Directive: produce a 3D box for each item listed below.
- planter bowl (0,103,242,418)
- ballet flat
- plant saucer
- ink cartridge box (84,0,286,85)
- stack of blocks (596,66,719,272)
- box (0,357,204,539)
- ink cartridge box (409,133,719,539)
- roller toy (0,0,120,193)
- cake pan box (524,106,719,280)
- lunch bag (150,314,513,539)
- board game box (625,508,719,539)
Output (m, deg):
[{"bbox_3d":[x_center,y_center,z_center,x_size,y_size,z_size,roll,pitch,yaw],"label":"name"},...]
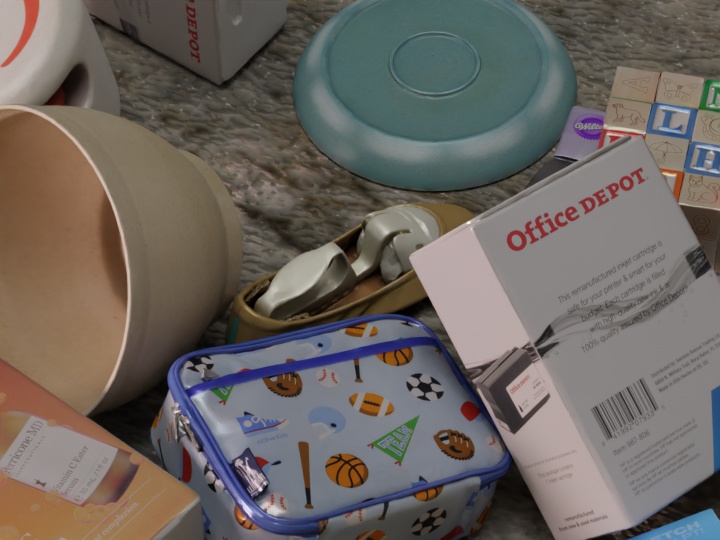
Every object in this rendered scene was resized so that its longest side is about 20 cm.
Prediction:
[{"bbox_3d":[-0.159,-0.011,1.666,0.135,0.201,0.200,-12,44,-44],"label":"planter bowl"},{"bbox_3d":[0.000,0.000,1.719,0.200,0.063,0.069,-33,56,-25],"label":"ballet flat"},{"bbox_3d":[0.052,-0.137,1.862,0.200,0.027,0.200,-1,49,1],"label":"plant saucer"},{"bbox_3d":[-0.152,-0.241,1.878,0.200,0.147,0.083,29,56,23],"label":"ink cartridge box"},{"bbox_3d":[0.250,-0.056,1.700,0.200,0.059,0.115,10,49,9],"label":"stack of blocks"},{"bbox_3d":[-0.212,0.158,1.558,0.200,0.106,0.152,31,57,25],"label":"box"},{"bbox_3d":[0.143,0.040,1.589,0.144,0.084,0.200,-28,90,-32],"label":"ink cartridge box"},{"bbox_3d":[-0.258,-0.116,1.777,0.182,0.140,0.200,-10,52,7],"label":"roller toy"},{"bbox_3d":[0.201,-0.013,1.735,0.200,0.052,0.184,14,49,13],"label":"cake pan box"},{"bbox_3d":[-0.023,0.101,1.597,0.200,0.076,0.160,-9,50,-30],"label":"lunch bag"},{"bbox_3d":[0.126,0.210,1.476,0.200,0.040,0.153,-20,19,-2],"label":"board game box"}]
